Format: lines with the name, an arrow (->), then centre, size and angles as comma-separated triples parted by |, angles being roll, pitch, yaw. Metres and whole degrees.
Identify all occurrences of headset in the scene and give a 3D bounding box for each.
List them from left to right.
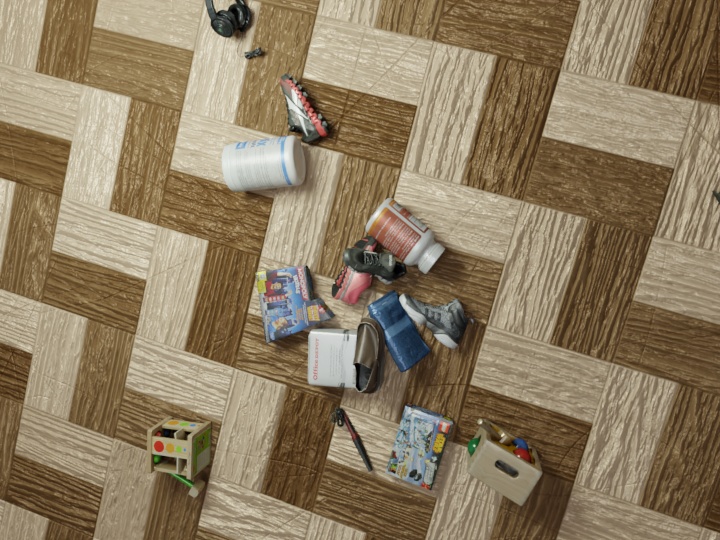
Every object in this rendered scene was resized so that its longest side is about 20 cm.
headset -> -0.334, -0.670, 1.539 | 0.093, 0.124, 0.202 | 3, 127, 36

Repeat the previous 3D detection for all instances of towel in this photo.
towel -> 0.100, 0.160, 1.524 | 0.048, 0.111, 0.202 | -29, 88, 47

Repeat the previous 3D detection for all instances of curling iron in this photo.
curling iron -> -0.022, 0.474, 1.613 | 0.049, 0.026, 0.202 | -32, 92, -25

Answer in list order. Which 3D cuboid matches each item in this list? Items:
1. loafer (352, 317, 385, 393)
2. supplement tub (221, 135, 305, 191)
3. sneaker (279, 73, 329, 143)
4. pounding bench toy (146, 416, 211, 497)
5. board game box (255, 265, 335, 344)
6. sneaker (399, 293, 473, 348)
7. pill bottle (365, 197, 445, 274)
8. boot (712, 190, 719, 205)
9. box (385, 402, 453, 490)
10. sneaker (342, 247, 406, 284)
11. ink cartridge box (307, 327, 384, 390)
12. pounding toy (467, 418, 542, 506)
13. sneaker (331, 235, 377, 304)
loafer -> 0.018, 0.222, 1.471 | 0.072, 0.071, 0.203 | 1, 95, 26
supplement tub -> -0.256, -0.285, 1.546 | 0.197, 0.132, 0.134 | -4, 94, 10
sneaker -> -0.170, -0.430, 1.547 | 0.097, 0.071, 0.202 | -34, 89, 9
pounding bench toy -> -0.533, 0.547, 1.670 | 0.153, 0.124, 0.203 | 4, 95, 11
board game box -> -0.177, 0.090, 1.597 | 0.197, 0.062, 0.203 | -7, 93, 10
sneaker -> 0.204, 0.104, 1.519 | 0.199, 0.075, 0.114 | 40, 100, 0
pill bottle -> 0.119, -0.086, 1.498 | 0.199, 0.112, 0.113 | 40, 101, 6
boot -> 0.953, -0.167, 1.352 | 0.198, 0.077, 0.140 | -25, 85, 11
box -> 0.160, 0.480, 1.573 | 0.135, 0.040, 0.203 | 18, 98, 10
sneaker -> 0.044, -0.021, 1.477 | 0.090, 0.199, 0.067 | -19, 60, 42
ink cartridge box -> -0.037, 0.238, 1.568 | 0.197, 0.086, 0.149 | 3, 95, 12
pounding toy -> 0.353, 0.459, 1.460 | 0.198, 0.184, 0.144 | 30, 99, 7
sneaker -> 0.000, 0.000, 1.562 | 0.086, 0.074, 0.202 | 29, 92, -24
